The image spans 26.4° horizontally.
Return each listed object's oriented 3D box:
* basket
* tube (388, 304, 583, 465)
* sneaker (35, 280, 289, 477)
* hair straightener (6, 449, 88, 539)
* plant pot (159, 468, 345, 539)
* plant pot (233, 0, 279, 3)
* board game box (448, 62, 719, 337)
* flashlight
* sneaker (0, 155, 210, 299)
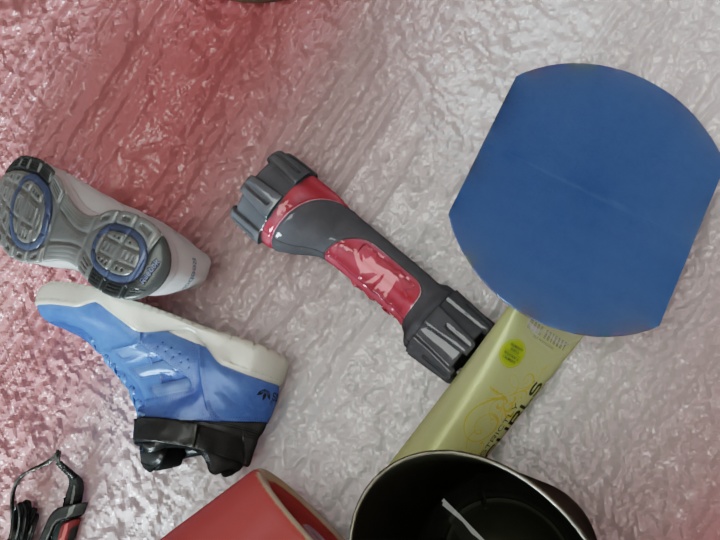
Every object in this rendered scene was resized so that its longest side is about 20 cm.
[{"bbox_3d":[0.092,0.195,0.980,0.180,0.200,0.136,44,95,14],"label":"basket"},{"bbox_3d":[0.077,0.102,1.063,0.052,0.058,0.201,39,98,9],"label":"tube"},{"bbox_3d":[-0.159,0.084,1.115,0.197,0.077,0.113,18,83,8],"label":"sneaker"},{"bbox_3d":[-0.259,0.230,1.153,0.076,0.041,0.203,14,91,14],"label":"hair straightener"},{"bbox_3d":[-0.082,0.246,1.040,0.200,0.200,0.177,44,89,12],"label":"plant pot"},{"bbox_3d":[-0.092,-0.303,1.066,0.197,0.174,0.204,-1,88,15],"label":"plant pot"},{"bbox_3d":[0.151,-0.045,1.047,0.156,0.039,0.202,25,67,5],"label":"board game box"},{"bbox_3d":[0.000,0.000,1.083,0.200,0.068,0.068,41,96,13],"label":"flashlight"},{"bbox_3d":[-0.196,-0.024,1.134,0.199,0.087,0.075,28,97,32],"label":"sneaker"}]
